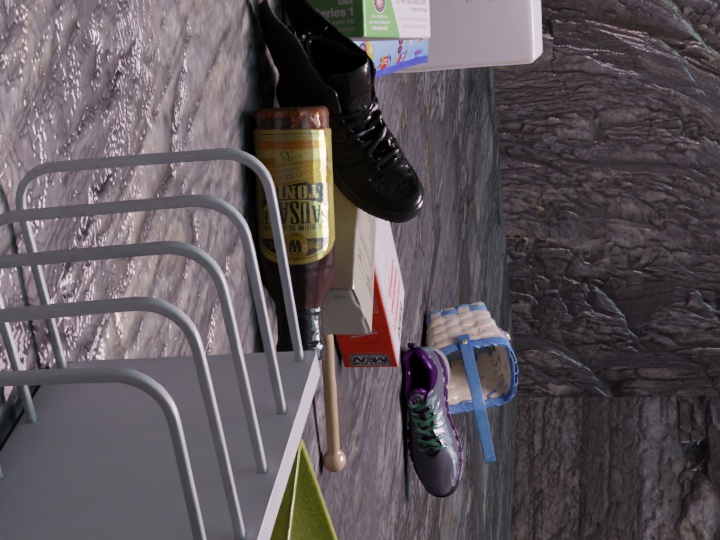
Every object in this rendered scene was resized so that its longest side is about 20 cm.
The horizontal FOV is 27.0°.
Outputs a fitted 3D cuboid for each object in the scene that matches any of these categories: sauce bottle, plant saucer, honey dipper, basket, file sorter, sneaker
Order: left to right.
[{"bbox_3d":[-0.108,0.047,0.637,0.201,0.137,0.126,-74,157,-60],"label":"file sorter"},{"bbox_3d":[-0.060,0.264,1.145,0.201,0.047,0.202,75,16,-52],"label":"plant saucer"},{"bbox_3d":[-0.050,-0.029,1.192,0.066,0.065,0.203,-32,118,-79],"label":"sauce bottle"},{"bbox_3d":[-0.030,0.100,1.393,0.038,0.037,0.202,-70,160,-65],"label":"honey dipper"},{"bbox_3d":[-0.013,-0.134,1.223,0.060,0.200,0.104,-38,171,-26],"label":"sneaker"},{"bbox_3d":[0.082,0.196,1.970,0.087,0.074,0.203,25,54,-64],"label":"sneaker"},{"bbox_3d":[0.163,0.158,2.190,0.177,0.137,0.202,77,6,-53],"label":"basket"}]

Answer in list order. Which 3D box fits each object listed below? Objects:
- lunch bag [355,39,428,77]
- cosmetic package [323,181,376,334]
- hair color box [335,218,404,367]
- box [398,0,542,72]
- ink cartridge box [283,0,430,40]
[{"bbox_3d":[0.000,-0.271,1.496,0.200,0.093,0.153,-40,131,-66],"label":"lunch bag"},{"bbox_3d":[-0.027,-0.054,1.310,0.105,0.070,0.202,70,21,-63],"label":"cosmetic package"},{"bbox_3d":[0.000,0.000,1.493,0.201,0.060,0.102,75,16,-50],"label":"hair color box"},{"bbox_3d":[0.122,-0.338,1.853,0.199,0.197,0.174,-49,134,-77],"label":"box"},{"bbox_3d":[-0.004,-0.308,1.342,0.144,0.083,0.203,-16,106,-62],"label":"ink cartridge box"}]
